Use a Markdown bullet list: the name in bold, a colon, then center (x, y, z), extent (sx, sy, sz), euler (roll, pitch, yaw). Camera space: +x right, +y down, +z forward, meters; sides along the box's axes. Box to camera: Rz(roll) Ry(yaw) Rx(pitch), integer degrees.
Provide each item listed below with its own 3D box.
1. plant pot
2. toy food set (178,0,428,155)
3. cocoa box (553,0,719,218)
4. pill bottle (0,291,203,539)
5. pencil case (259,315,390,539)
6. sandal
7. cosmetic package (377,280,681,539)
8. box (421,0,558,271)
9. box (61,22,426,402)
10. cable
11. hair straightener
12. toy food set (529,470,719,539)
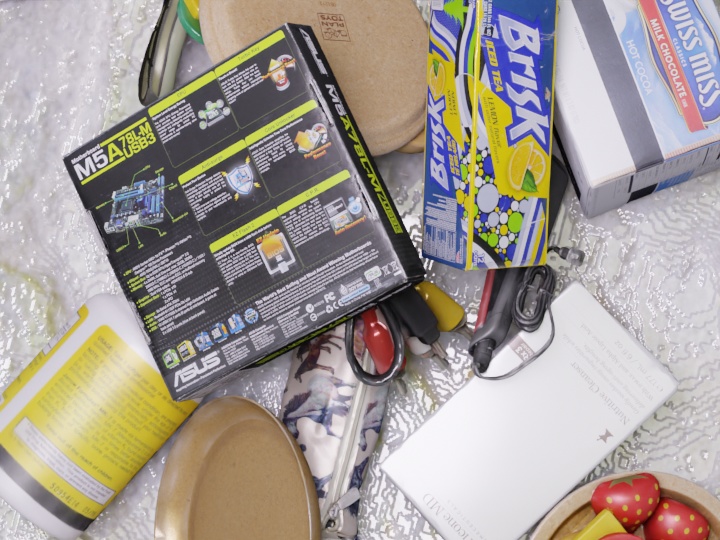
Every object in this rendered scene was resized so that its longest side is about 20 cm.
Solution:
- **plant pot**: center (-0.085, 0.190, 1.338), extent (0.027, 0.200, 0.200), euler (6, 81, -38)
- **toy food set**: center (-0.029, -0.166, 1.370), extent (0.200, 0.049, 0.198), euler (-17, 72, -36)
- **cocoa box**: center (0.192, -0.160, 1.361), extent (0.131, 0.133, 0.200), euler (-20, 82, 2)
- **pill bottle**: center (-0.186, 0.090, 1.371), extent (0.114, 0.114, 0.200), euler (42, 88, 8)
- **pencil case**: center (-0.017, 0.102, 1.370), extent (0.078, 0.089, 0.200), euler (18, 83, -38)
- **sandal**: center (-0.119, -0.216, 1.430), extent (0.057, 0.080, 0.201), euler (17, 91, -11)
- **cosmetic package**: center (0.120, 0.115, 1.361), extent (0.200, 0.081, 0.113), euler (-45, 84, -3)
- **box**: center (0.088, -0.104, 1.286), extent (0.070, 0.064, 0.200), euler (-4, 103, -30)
- **box**: center (-0.082, -0.037, 1.272), extent (0.200, 0.048, 0.193), euler (-29, 80, 22)
- **cable**: center (0.000, 0.000, 1.315), extent (0.097, 0.050, 0.200), euler (-37, 102, -13)
- **hair straightener**: center (0.119, -0.004, 1.340), extent (0.077, 0.041, 0.200), euler (-13, 43, 38)
- **toy food set**: center (0.199, 0.243, 1.327), extent (0.198, 0.049, 0.200), euler (-42, 102, -10)
